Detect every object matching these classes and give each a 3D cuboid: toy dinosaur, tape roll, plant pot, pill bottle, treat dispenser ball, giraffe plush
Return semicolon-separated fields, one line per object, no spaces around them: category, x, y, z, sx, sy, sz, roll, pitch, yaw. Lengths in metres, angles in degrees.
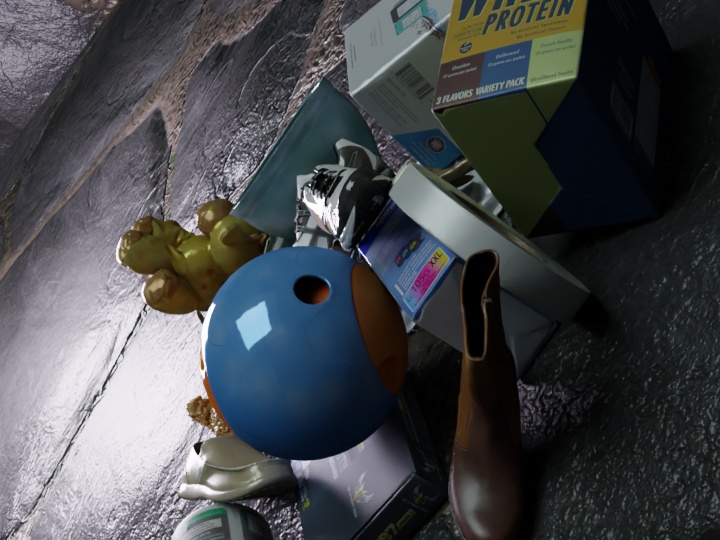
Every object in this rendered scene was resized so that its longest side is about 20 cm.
toy dinosaur;0.068;-0.085;1.323;0.200;0.100;0.059;-28;76;65
tape roll;0.114;-0.026;1.116;0.037;0.202;0.203;-55;28;9
plant pot;-0.049;-0.113;1.519;0.201;0.134;0.200;-53;8;11
pill bottle;-0.131;0.340;1.264;0.113;0.113;0.200;-50;28;18
treat dispenser ball;-0.053;0.078;1.189;0.201;0.200;0.202;-40;33;33
giraffe plush;-0.200;-0.024;1.683;0.162;0.200;0.173;-40;8;23

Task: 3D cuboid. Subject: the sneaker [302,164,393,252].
sneaker;-0.021;-0.066;1.198;0.074;0.080;0.200;-52;1;-9

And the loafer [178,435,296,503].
loafer;-0.138;0.209;1.330;0.199;0.075;0.069;-15;78;52

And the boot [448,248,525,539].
boot;0.106;0.113;1.011;0.201;0.068;0.190;81;-162;-58

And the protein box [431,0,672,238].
protein box;0.179;-0.173;1.121;0.134;0.199;0.201;-9;53;31

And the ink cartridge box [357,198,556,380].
ink cartridge box;0.084;0.006;1.204;0.077;0.136;0.200;-54;28;8

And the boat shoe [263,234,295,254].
boat shoe;-0.088;-0.016;1.599;0.064;0.070;0.201;-47;27;52

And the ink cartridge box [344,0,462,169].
ink cartridge box;0.105;-0.242;1.372;0.199;0.147;0.147;-35;33;22

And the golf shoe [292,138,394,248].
golf shoe;-0.051;-0.057;1.408;0.200;0.094;0.078;-52;9;-7

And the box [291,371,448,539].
box;0.002;0.198;1.247;0.158;0.051;0.201;-48;29;19

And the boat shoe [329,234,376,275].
boat shoe;0.000;0.000;1.336;0.200;0.072;0.072;-41;36;11

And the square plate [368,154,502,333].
square plate;0.073;-0.055;1.402;0.199;0.028;0.200;-53;28;11

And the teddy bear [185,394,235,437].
teddy bear;-0.146;0.157;1.442;0.144;0.067;0.201;28;103;34
